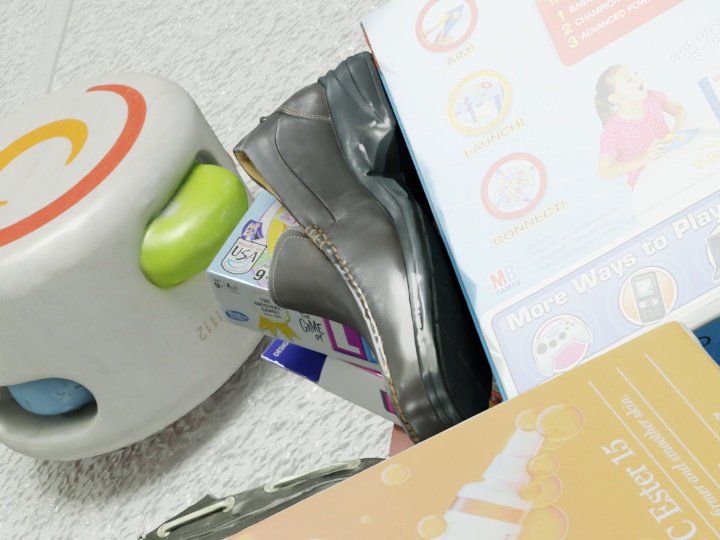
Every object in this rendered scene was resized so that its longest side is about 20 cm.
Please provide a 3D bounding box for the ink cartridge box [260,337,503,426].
[{"bbox_3d":[0.059,0.032,1.018,0.199,0.037,0.095,22,58,32],"label":"ink cartridge box"}]

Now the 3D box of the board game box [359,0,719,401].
[{"bbox_3d":[0.120,-0.059,0.919,0.199,0.056,0.197,-29,56,15],"label":"board game box"}]

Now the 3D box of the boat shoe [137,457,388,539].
[{"bbox_3d":[-0.062,0.137,1.095,0.199,0.071,0.064,-20,37,23],"label":"boat shoe"}]

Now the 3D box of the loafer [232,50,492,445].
[{"bbox_3d":[0.000,0.000,0.950,0.072,0.073,0.201,-25,39,7],"label":"loafer"}]

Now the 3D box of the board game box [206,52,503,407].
[{"bbox_3d":[0.055,-0.012,1.009,0.199,0.034,0.135,16,55,26],"label":"board game box"}]

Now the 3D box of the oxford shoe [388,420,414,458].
[{"bbox_3d":[0.064,0.041,1.076,0.073,0.071,0.201,-4,48,19],"label":"oxford shoe"}]

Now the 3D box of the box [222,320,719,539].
[{"bbox_3d":[0.039,0.121,0.677,0.199,0.098,0.125,-25,42,-13],"label":"box"}]

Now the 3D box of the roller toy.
[{"bbox_3d":[-0.138,0.001,1.275,0.182,0.140,0.200,-31,29,0],"label":"roller toy"}]
